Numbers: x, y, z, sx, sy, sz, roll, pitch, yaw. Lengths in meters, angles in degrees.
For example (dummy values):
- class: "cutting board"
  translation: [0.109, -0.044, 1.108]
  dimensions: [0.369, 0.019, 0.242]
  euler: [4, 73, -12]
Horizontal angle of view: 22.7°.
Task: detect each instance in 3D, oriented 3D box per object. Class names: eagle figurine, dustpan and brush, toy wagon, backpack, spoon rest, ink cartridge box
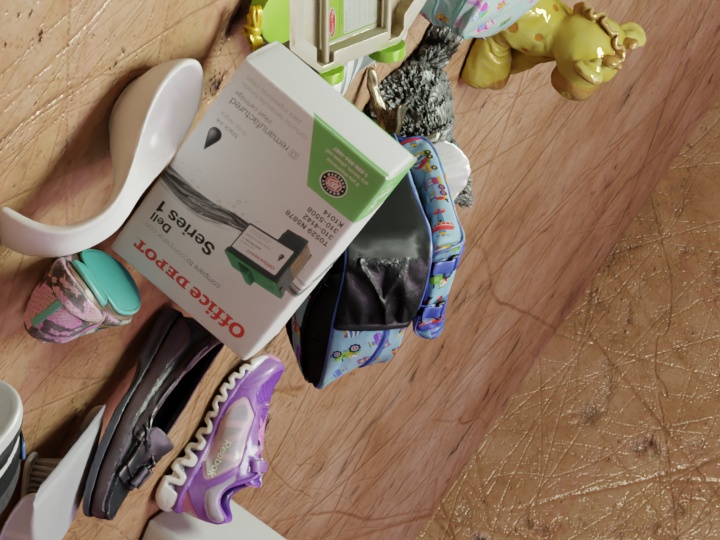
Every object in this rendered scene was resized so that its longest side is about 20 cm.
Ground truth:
- class: "eagle figurine"
  translation: [-0.009, -0.074, 1.696]
  dimensions: [0.151, 0.152, 0.200]
  euler: [-44, -178, 40]
- class: "dustpan and brush"
  translation: [-0.284, 0.216, 1.550]
  dimensions: [0.140, 0.057, 0.200]
  euler: [-57, 164, -56]
- class: "toy wagon"
  translation: [-0.022, -0.227, 1.440]
  dimensions: [0.200, 0.040, 0.156]
  euler: [-25, 131, -34]
- class: "backpack"
  translation: [0.000, 0.000, 1.561]
  dimensions: [0.183, 0.134, 0.200]
  euler: [-107, -160, -45]
- class: "spoon rest"
  translation: [-0.173, -0.077, 1.289]
  dimensions: [0.200, 0.061, 0.099]
  euler: [-48, 162, -31]
- class: "backpack"
  translation: [0.111, -0.290, 1.640]
  dimensions: [0.167, 0.126, 0.200]
  euler: [-61, 162, 22]
- class: "ink cartridge box"
  translation: [-0.077, -0.052, 1.392]
  dimensions: [0.200, 0.146, 0.084]
  euler: [-52, 177, 24]

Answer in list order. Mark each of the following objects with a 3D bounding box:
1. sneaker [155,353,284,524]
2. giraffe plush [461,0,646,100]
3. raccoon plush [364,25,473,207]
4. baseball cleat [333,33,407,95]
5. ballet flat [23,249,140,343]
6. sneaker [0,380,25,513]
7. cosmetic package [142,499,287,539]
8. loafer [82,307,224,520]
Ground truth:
- class: "sneaker"
  translation: [-0.129, 0.184, 1.889]
  dimensions: [0.200, 0.088, 0.080]
  euler: [-58, 164, -3]
- class: "giraffe plush"
  translation: [0.223, -0.258, 1.981]
  dimensions: [0.173, 0.162, 0.200]
  euler: [-54, 165, -15]
- class: "raccoon plush"
  translation: [0.090, -0.159, 1.807]
  dimensions: [0.200, 0.134, 0.097]
  euler: [-60, 164, 9]
- class: "baseball cleat"
  translation: [-0.031, -0.192, 1.532]
  dimensions: [0.200, 0.070, 0.107]
  euler: [-50, 147, -35]
- class: "ballet flat"
  translation: [-0.214, 0.023, 1.327]
  dimensions: [0.071, 0.069, 0.200]
  euler: [-33, -179, 2]
- class: "sneaker"
  translation: [-0.314, 0.184, 1.328]
  dimensions: [0.200, 0.073, 0.112]
  euler: [-51, 162, -28]
- class: "cosmetic package"
  translation: [-0.156, 0.380, 1.969]
  dimensions: [0.123, 0.200, 0.200]
  euler: [-28, 147, -57]
- class: "loafer"
  translation: [-0.183, 0.131, 1.583]
  dimensions: [0.072, 0.063, 0.201]
  euler: [85, 25, -72]
